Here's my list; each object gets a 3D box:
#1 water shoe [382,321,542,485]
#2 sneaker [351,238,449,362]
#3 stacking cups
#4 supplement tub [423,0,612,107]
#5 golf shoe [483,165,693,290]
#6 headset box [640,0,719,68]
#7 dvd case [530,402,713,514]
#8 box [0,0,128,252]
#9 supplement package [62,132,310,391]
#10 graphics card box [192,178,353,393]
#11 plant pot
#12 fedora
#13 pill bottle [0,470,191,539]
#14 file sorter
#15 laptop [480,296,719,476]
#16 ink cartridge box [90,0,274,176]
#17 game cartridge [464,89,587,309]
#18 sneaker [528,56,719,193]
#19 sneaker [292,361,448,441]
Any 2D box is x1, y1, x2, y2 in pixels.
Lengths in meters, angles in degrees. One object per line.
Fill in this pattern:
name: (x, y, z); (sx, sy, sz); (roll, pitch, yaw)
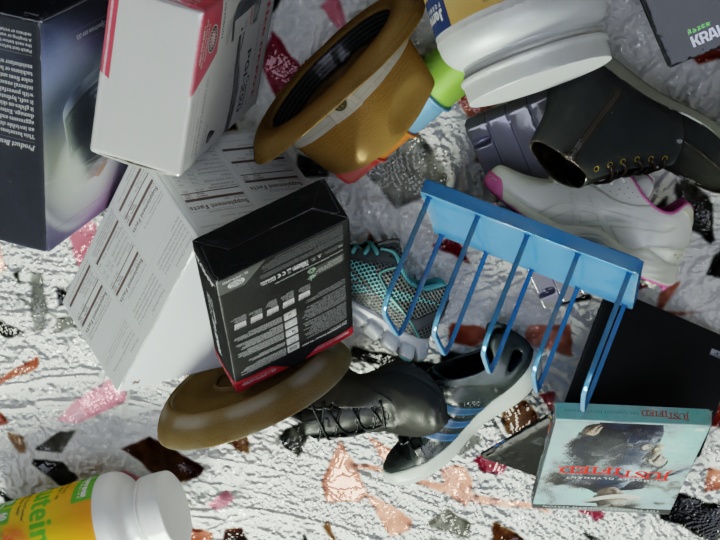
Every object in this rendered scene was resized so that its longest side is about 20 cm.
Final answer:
water shoe: (0.085, 0.127, 1.429); (0.200, 0.072, 0.079); (-41, 111, 11)
sneaker: (0.000, 0.000, 1.381); (0.199, 0.078, 0.092); (33, 98, -15)
stacking cups: (0.049, -0.155, 1.303); (0.199, 0.061, 0.061); (-37, 109, 25)
supplement tub: (0.115, -0.245, 1.162); (0.143, 0.144, 0.203); (-18, 88, 13)
golf shoe: (0.207, -0.060, 1.298); (0.198, 0.075, 0.092); (24, 102, -11)
headset box: (0.291, -0.301, 1.185); (0.172, 0.093, 0.202); (-22, 113, 14)
dvd case: (0.244, 0.183, 1.388); (0.144, 0.022, 0.201); (3, 149, 0)
box: (-0.261, -0.153, 1.229); (0.122, 0.200, 0.201); (15, 120, 17)
supplement package: (-0.146, -0.009, 1.292); (0.111, 0.155, 0.201); (53, 131, 24)
graphics card box: (-0.070, 0.017, 1.238); (0.124, 0.051, 0.201); (-26, 153, -13)
plant pot: (-0.104, 0.105, 1.360); (0.198, 0.200, 0.028); (-19, 106, 13)
fedora: (-0.003, -0.146, 1.233); (0.200, 0.201, 0.082); (-39, 111, 21)
pill bottle: (-0.281, 0.273, 1.505); (0.198, 0.111, 0.112); (-17, 114, 12)
file sorter: (0.132, 0.027, 1.276); (0.198, 0.139, 0.124); (21, 81, 13)
laptop: (0.244, 0.129, 1.421); (0.176, 0.104, 0.200); (21, 143, -26)
ink cartridge box: (-0.142, -0.185, 1.210); (0.084, 0.200, 0.147); (16, 117, 7)
game cartridge: (0.192, -0.073, 1.341); (0.128, 0.039, 0.202); (-22, 113, 10)
sneaker: (0.236, -0.096, 1.248); (0.198, 0.075, 0.107); (30, 71, -10)
sneaker: (-0.008, 0.132, 1.387); (0.198, 0.091, 0.077); (5, 119, 35)
